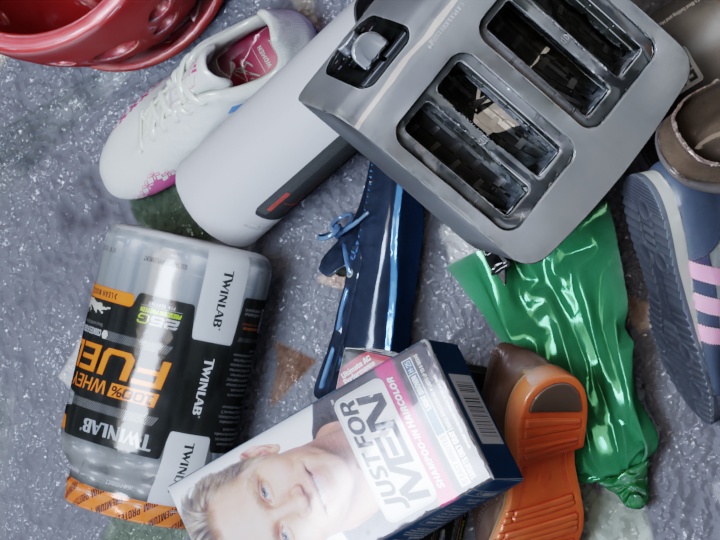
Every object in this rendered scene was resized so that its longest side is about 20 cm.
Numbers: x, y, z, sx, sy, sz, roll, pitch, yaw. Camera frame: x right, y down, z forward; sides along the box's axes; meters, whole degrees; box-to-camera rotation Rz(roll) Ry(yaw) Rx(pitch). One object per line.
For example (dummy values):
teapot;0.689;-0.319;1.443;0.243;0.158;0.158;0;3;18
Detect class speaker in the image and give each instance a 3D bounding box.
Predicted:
speaker;-0.039;-0.102;1.601;0.200;0.081;0.081;-39;72;32

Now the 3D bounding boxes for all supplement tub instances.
supplement tub;-0.141;0.074;1.632;0.122;0.123;0.200;12;90;22

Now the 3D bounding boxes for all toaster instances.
toaster;0.090;-0.114;1.464;0.200;0.119;0.181;40;89;-15

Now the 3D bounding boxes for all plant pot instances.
plant pot;-0.193;-0.238;1.648;0.200;0.182;0.201;-2;84;22

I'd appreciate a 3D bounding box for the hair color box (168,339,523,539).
hair color box;-0.011;0.134;1.446;0.200;0.061;0.100;-31;74;17

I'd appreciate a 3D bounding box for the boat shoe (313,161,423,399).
boat shoe;0.000;0.000;1.603;0.069;0.084;0.200;7;86;17

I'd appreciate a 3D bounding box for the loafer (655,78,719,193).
loafer;0.273;-0.112;1.417;0.200;0.071;0.073;-22;63;-11

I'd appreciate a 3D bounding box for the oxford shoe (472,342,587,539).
oxford shoe;0.104;0.141;1.545;0.073;0.071;0.200;41;130;49

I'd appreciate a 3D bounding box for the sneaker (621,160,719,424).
sneaker;0.229;0.010;1.485;0.082;0.200;0.070;-26;38;-14

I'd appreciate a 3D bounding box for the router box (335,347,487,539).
router box;0.023;0.153;1.544;0.062;0.150;0.200;12;89;22

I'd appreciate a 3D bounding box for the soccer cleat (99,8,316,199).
soccer cleat;-0.121;-0.125;1.661;0.200;0.086;0.070;-37;73;15

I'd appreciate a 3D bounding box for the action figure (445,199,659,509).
action figure;0.149;0.067;1.553;0.118;0.055;0.200;-22;84;17

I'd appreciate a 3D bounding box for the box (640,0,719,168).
box;0.274;-0.126;1.522;0.200;0.050;0.158;-32;75;16

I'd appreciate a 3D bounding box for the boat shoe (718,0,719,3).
boat shoe;0.212;-0.224;1.489;0.200;0.076;0.074;47;118;20
